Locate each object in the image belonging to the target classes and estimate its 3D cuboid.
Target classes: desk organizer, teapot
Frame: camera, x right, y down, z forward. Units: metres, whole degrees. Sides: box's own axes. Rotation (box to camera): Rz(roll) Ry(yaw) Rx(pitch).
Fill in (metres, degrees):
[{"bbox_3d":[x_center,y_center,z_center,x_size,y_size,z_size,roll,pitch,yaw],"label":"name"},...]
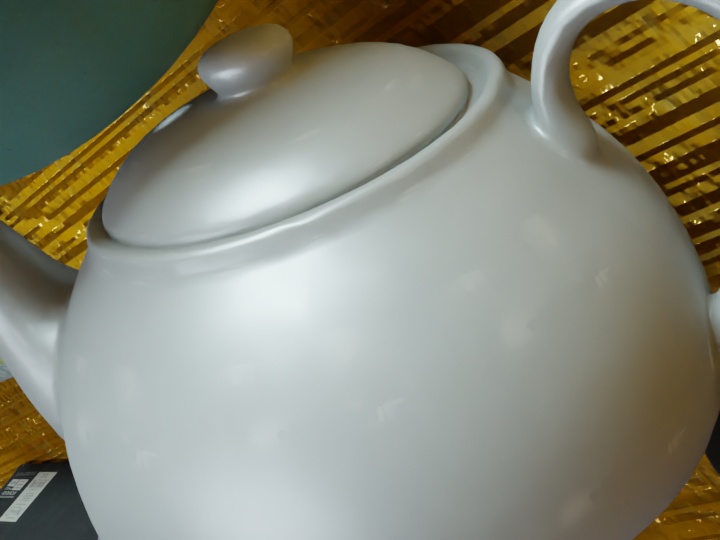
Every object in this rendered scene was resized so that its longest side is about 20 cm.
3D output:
[{"bbox_3d":[-0.135,0.150,1.060,0.077,0.072,0.200,48,153,-18],"label":"desk organizer"},{"bbox_3d":[0.000,0.000,0.557,0.197,0.200,0.146,18,135,59],"label":"teapot"}]

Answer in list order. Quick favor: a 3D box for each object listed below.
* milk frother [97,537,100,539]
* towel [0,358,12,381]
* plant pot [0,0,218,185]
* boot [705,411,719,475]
[{"bbox_3d":[-0.019,0.091,0.785,0.188,0.180,0.200,12,98,43],"label":"milk frother"},{"bbox_3d":[-0.236,-0.021,0.967,0.200,0.048,0.171,48,155,-12],"label":"towel"},{"bbox_3d":[-0.124,-0.116,0.528,0.200,0.201,0.161,9,149,47],"label":"plant pot"},{"bbox_3d":[0.192,0.073,0.546,0.200,0.074,0.075,23,167,40],"label":"boot"}]
